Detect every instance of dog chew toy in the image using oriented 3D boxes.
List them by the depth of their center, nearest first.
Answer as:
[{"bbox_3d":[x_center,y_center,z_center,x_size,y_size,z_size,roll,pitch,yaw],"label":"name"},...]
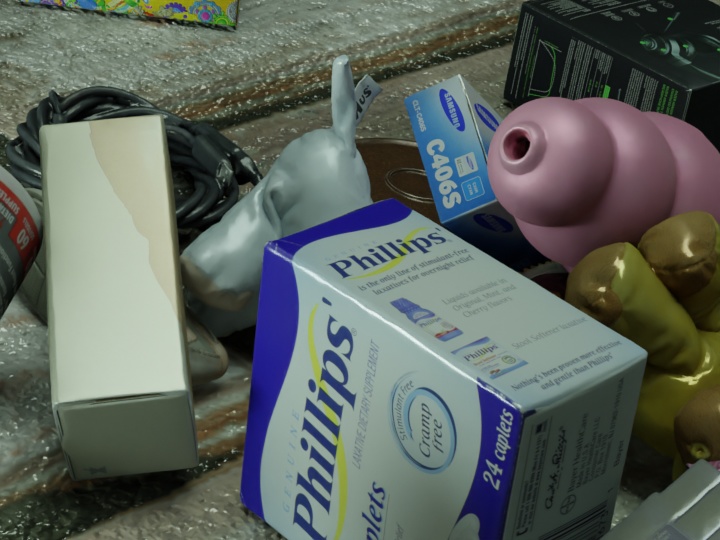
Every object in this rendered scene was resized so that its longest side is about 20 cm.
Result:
[{"bbox_3d":[0.150,-0.051,1.316,0.124,0.125,0.200,35,9,38],"label":"dog chew toy"}]

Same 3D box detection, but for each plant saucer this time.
[{"bbox_3d":[0.041,-0.051,1.555,0.200,0.035,0.200,10,26,-5],"label":"plant saucer"}]

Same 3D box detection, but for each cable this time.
[{"bbox_3d":[-0.177,-0.075,1.546,0.163,0.051,0.200,-21,43,-34],"label":"cable"}]

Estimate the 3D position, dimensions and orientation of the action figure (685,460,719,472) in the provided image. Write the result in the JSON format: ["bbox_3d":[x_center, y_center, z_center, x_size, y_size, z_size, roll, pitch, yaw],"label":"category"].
[{"bbox_3d":[0.276,0.125,1.155,0.200,0.134,0.149,-26,35,3],"label":"action figure"}]

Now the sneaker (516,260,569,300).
[{"bbox_3d":[0.151,0.040,1.392,0.090,0.075,0.200,32,36,27],"label":"sneaker"}]

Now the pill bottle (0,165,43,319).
[{"bbox_3d":[-0.271,0.029,1.201,0.116,0.116,0.200,16,55,12],"label":"pill bottle"}]

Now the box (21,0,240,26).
[{"bbox_3d":[-0.195,-0.320,1.890,0.192,0.122,0.200,6,29,-4],"label":"box"}]

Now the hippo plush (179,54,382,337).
[{"bbox_3d":[0.000,0.000,1.361,0.161,0.200,0.159,41,5,14],"label":"hippo plush"}]

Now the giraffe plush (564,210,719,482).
[{"bbox_3d":[0.202,0.089,1.274,0.200,0.173,0.162,37,16,-49],"label":"giraffe plush"}]

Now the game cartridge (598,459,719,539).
[{"bbox_3d":[0.146,0.195,1.075,0.200,0.038,0.130,-38,42,-14],"label":"game cartridge"}]

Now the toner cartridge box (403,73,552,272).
[{"bbox_3d":[0.094,-0.049,1.414,0.043,0.200,0.095,-23,66,15],"label":"toner cartridge box"}]

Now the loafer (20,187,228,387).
[{"bbox_3d":[-0.161,0.016,1.371,0.063,0.072,0.200,3,31,-46],"label":"loafer"}]

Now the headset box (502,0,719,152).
[{"bbox_3d":[0.254,-0.161,1.763,0.174,0.093,0.200,-20,40,-42],"label":"headset box"}]

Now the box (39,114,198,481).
[{"bbox_3d":[-0.144,0.015,1.253,0.078,0.095,0.200,-6,57,-4],"label":"box"}]

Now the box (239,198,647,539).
[{"bbox_3d":[0.039,0.090,1.165,0.105,0.184,0.200,-20,40,-39],"label":"box"}]
